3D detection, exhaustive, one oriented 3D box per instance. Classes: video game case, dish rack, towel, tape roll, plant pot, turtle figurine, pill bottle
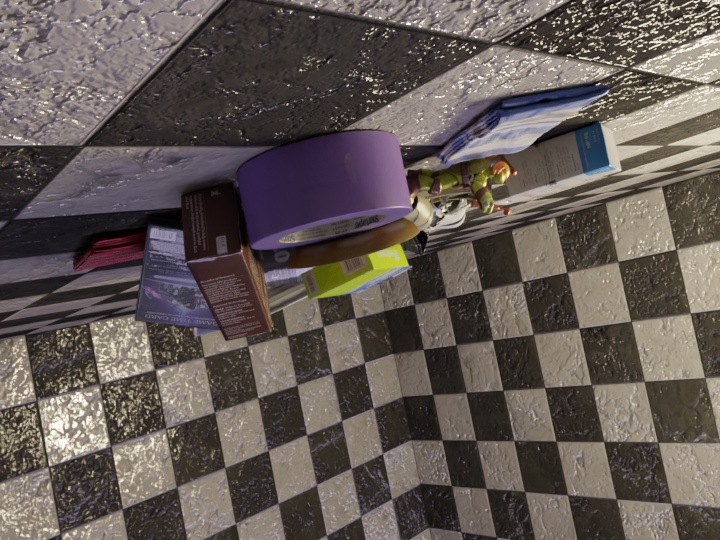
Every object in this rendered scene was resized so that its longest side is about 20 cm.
[{"bbox_3d":[-0.247,0.012,0.944,0.139,0.019,0.202,8,135,-19],"label":"video game case"},{"bbox_3d":[-0.154,0.029,1.225,0.168,0.045,0.199,-26,-168,-24],"label":"dish rack"},{"bbox_3d":[0.189,-0.173,0.793,0.142,0.025,0.200,-13,177,-14],"label":"towel"},{"bbox_3d":[-0.041,-0.088,0.757,0.194,0.088,0.200,-13,177,-1],"label":"tape roll"},{"bbox_3d":[-0.013,-0.044,0.919,0.194,0.028,0.200,-14,-171,2],"label":"plant pot"},{"bbox_3d":[0.141,-0.127,0.904,0.156,0.066,0.202,-7,-148,12],"label":"turtle figurine"},{"bbox_3d":[-0.361,-0.034,1.005,0.141,0.023,0.198,-14,180,-33],"label":"towel"},{"bbox_3d":[-0.116,-0.037,1.120,0.194,0.118,0.114,-13,177,-8],"label":"pill bottle"}]

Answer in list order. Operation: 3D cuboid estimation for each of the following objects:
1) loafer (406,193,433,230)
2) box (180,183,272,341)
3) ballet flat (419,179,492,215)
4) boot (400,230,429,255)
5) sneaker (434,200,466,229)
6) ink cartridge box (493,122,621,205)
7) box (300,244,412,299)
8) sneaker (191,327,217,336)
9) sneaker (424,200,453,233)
[{"bbox_3d":[0.017,-0.097,1.032,0.193,0.078,0.069,-8,154,8],"label":"loafer"},{"bbox_3d":[-0.168,-0.003,0.834,0.072,0.102,0.202,-11,147,-5],"label":"box"},{"bbox_3d":[0.129,-0.122,1.090,0.193,0.072,0.069,-13,177,0],"label":"ballet flat"},{"bbox_3d":[0.059,-0.052,1.171,0.127,0.069,0.201,20,165,14],"label":"boot"},{"bbox_3d":[0.117,-0.113,1.304,0.194,0.079,0.081,-18,166,2],"label":"sneaker"},{"bbox_3d":[0.297,-0.163,1.026,0.195,0.069,0.115,-15,177,30],"label":"ink cartridge box"},{"bbox_3d":[0.000,0.000,1.059,0.119,0.049,0.199,-25,172,20],"label":"box"},{"bbox_3d":[-0.243,0.000,1.043,0.078,0.117,0.203,-11,139,-25],"label":"sneaker"},{"bbox_3d":[0.127,-0.105,1.209,0.197,0.091,0.073,-17,173,41],"label":"sneaker"}]
